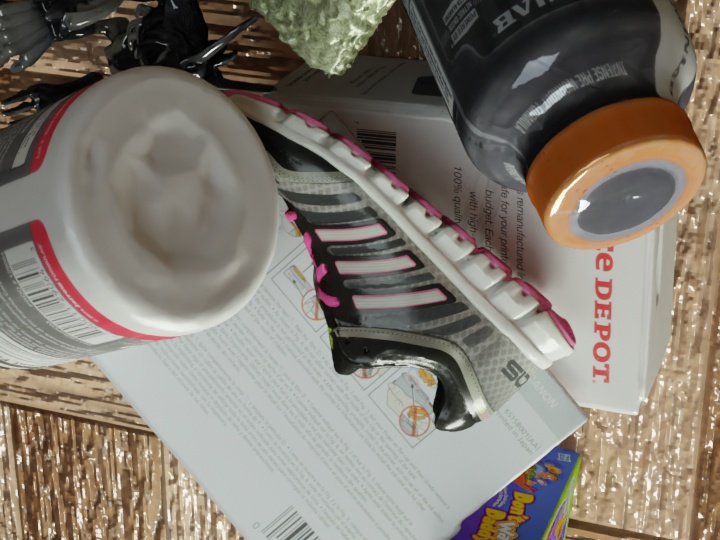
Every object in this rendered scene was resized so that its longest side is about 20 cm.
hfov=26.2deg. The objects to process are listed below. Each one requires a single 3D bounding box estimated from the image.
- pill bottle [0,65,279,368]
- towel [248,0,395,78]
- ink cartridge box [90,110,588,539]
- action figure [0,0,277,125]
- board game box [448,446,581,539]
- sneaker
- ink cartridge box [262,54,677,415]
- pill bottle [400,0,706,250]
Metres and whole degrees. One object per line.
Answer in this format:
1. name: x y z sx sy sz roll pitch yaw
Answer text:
1. pill bottle: -0.135 -0.015 0.698 0.199 0.110 0.112 -13 108 49
2. towel: -0.034 -0.197 0.662 0.201 0.036 0.149 53 126 18
3. ink cartridge box: -0.014 0.050 0.772 0.173 0.044 0.200 -40 92 9
4. action figure: -0.131 -0.095 0.782 0.199 0.102 0.120 9 127 50
5. board game box: 0.069 0.211 0.849 0.044 0.135 0.202 15 118 16
6. sneaker: 0.000 0.000 0.703 0.199 0.074 0.088 38 94 -5
7. ink cartridge box: 0.057 -0.023 0.779 0.197 0.084 0.147 8 116 20
8. pill bottle: 0.077 -0.108 0.664 0.106 0.105 0.202 -42 53 32
